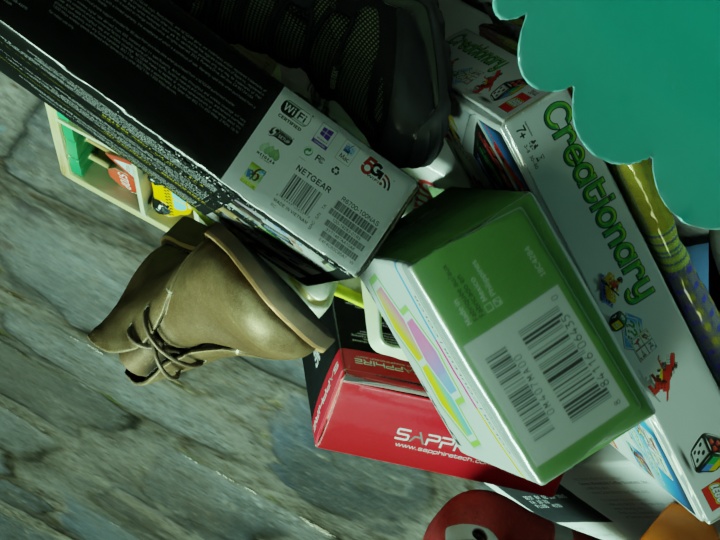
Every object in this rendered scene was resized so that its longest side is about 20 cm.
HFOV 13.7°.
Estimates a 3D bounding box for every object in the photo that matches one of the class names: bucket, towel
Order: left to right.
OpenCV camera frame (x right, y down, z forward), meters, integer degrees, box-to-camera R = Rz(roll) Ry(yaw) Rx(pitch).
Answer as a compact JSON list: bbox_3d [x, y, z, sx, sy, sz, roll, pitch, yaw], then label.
[{"bbox_3d":[0.115,-0.019,1.267,0.201,0.023,0.144,62,172,-24],"label":"towel"},{"bbox_3d":[0.163,-0.100,1.029,0.206,0.135,0.207,29,162,10],"label":"bucket"}]

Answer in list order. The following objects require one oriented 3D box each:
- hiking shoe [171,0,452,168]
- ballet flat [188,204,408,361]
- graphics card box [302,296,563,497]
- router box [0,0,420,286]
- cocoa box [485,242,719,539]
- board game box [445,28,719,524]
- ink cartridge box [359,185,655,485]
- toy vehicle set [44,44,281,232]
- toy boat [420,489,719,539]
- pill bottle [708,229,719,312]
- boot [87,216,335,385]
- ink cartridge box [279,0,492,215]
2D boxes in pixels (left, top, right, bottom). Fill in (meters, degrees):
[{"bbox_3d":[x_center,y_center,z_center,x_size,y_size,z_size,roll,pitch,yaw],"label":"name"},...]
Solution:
[{"bbox_3d":[-0.037,-0.111,1.252,0.200,0.100,0.076,57,152,32],"label":"hiking shoe"},{"bbox_3d":[0.000,0.000,1.368,0.199,0.067,0.067,22,154,-19],"label":"ballet flat"},{"bbox_3d":[0.032,0.029,1.490,0.125,0.051,0.200,12,-151,-14],"label":"graphics card box"},{"bbox_3d":[-0.079,-0.070,1.249,0.200,0.051,0.149,36,173,-7],"label":"router box"},{"bbox_3d":[0.173,0.075,1.487,0.133,0.132,0.200,35,162,-19],"label":"cocoa box"},{"bbox_3d":[0.094,0.001,1.258,0.201,0.034,0.126,62,173,-21],"label":"board game box"},{"bbox_3d":[0.050,0.023,1.263,0.104,0.059,0.200,59,172,-8],"label":"ink cartridge box"},{"bbox_3d":[-0.094,-0.070,1.424,0.124,0.027,0.200,28,159,13],"label":"toy vehicle set"},{"bbox_3d":[0.123,0.159,1.410,0.199,0.131,0.131,21,127,-16],"label":"toy boat"},{"bbox_3d":[0.201,-0.005,1.261,0.111,0.111,0.200,26,161,16],"label":"pill bottle"},{"bbox_3d":[-0.068,0.025,1.304,0.074,0.075,0.200,50,169,-12],"label":"boot"},{"bbox_3d":[-0.018,-0.091,1.432,0.199,0.085,0.145,29,162,7],"label":"ink cartridge box"}]
